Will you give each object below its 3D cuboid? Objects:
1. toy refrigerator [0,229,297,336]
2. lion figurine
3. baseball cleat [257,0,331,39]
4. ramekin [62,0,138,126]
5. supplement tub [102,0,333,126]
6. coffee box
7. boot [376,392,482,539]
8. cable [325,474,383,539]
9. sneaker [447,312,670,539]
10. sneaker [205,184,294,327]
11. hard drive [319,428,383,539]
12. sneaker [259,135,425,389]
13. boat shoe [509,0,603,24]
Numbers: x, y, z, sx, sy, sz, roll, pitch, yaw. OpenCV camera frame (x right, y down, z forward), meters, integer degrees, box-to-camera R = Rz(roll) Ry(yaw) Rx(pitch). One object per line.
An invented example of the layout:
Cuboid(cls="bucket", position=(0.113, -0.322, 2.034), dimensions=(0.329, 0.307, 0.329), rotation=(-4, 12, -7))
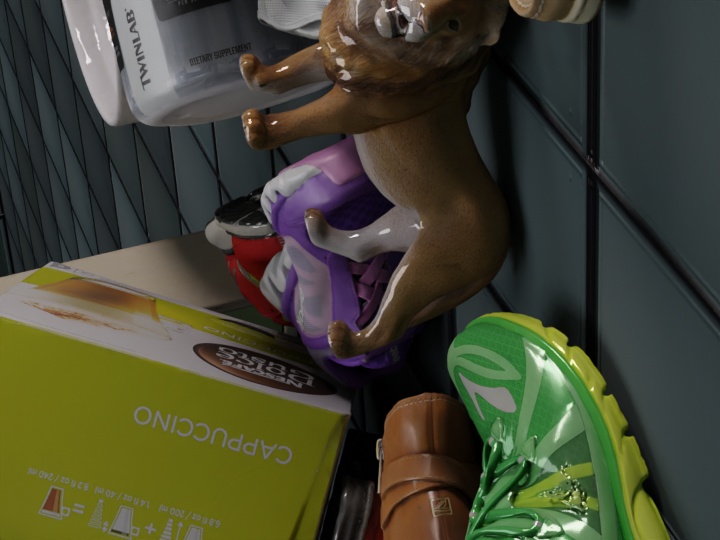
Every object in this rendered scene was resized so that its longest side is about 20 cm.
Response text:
Cuboid(cls="toy refrigerator", position=(-0.142, 0.034, 1.356), dimensions=(0.076, 0.198, 0.070), rotation=(96, 156, -51))
Cuboid(cls="lion figurine", position=(0.023, -0.050, 0.879), dimensions=(0.073, 0.121, 0.201), rotation=(-93, -15, -49))
Cuboid(cls="baseball cleat", position=(-0.030, -0.171, 0.945), dimensions=(0.107, 0.069, 0.200), rotation=(-62, 33, 23))
Cuboid(cls="ramekin", position=(-0.125, -0.198, 1.270), dimensions=(0.200, 0.104, 0.202), rotation=(166, 90, -76))
Cuboid(cls="supplement tub", position=(-0.083, -0.185, 1.082), dimensions=(0.122, 0.121, 0.202), rotation=(156, 99, -76))
Cuboid(cls="coffee box", position=(-0.119, 0.128, 1.139), dimensions=(0.198, 0.198, 0.202), rotation=(-73, -1, -83))
Cuboid(cls="boot", position=(0.041, 0.152, 1.039), dimensions=(0.200, 0.073, 0.156), rotation=(109, 154, -71))
Cuboid(cls="cable", position=(-0.005, 0.187, 1.057), dimensions=(0.097, 0.050, 0.202), rotation=(89, -168, -59))
Cuboid(cls="sneaker", position=(0.071, 0.099, 0.813), dimensions=(0.074, 0.083, 0.201), rotation=(95, 158, -52))
Cuboid(cls="sneaker", position=(-0.038, -0.009, 1.204), dimensions=(0.086, 0.076, 0.200), rotation=(65, 173, 0))
Cuboid(cls="hard drive", position=(-0.017, 0.209, 1.178), dimensions=(0.140, 0.037, 0.202), rotation=(103, -179, -60))
Cuboid(cls="sneaker", position=(0.000, 0.000, 1.036), dimensions=(0.200, 0.080, 0.089), rotation=(98, 149, -67))
Cuboid(cls="boat shoe", position=(0.042, -0.178, 0.701), dimensions=(0.074, 0.069, 0.202), rotation=(-140, 39, -67))
